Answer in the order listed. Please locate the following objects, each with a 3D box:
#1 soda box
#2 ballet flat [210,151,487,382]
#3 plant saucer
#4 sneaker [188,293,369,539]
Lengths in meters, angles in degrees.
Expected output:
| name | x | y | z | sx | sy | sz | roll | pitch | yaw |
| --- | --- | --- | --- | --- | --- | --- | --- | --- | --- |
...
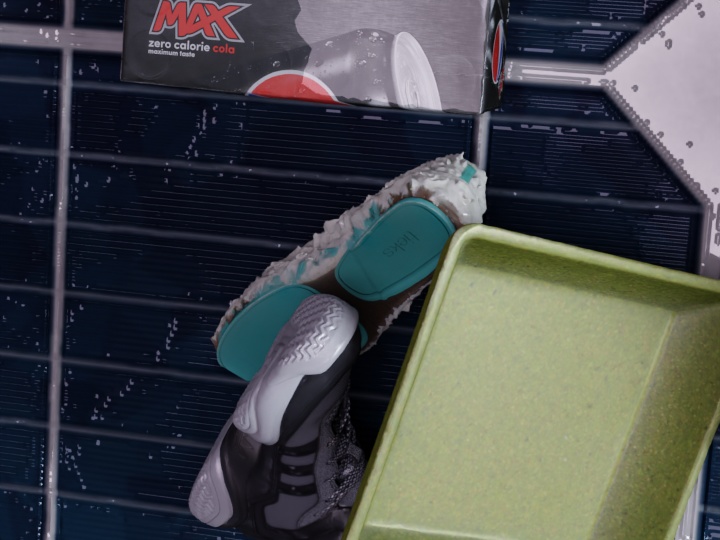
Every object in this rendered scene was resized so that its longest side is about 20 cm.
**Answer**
| name | x | y | z | sx | sy | sz | roll | pitch | yaw |
| --- | --- | --- | --- | --- | --- | --- | --- | --- | --- |
| soda box | -0.024 | -0.125 | 0.905 | 0.200 | 0.063 | 0.071 | 6 | 99 | 14 |
| ballet flat | 0.000 | 0.000 | 0.910 | 0.200 | 0.072 | 0.072 | -34 | 88 | 40 |
| plant saucer | 0.089 | 0.079 | 0.872 | 0.200 | 0.048 | 0.200 | 12 | 104 | -30 |
| sneaker | -0.013 | 0.094 | 0.904 | 0.114 | 0.076 | 0.200 | 29 | 139 | -2 |
